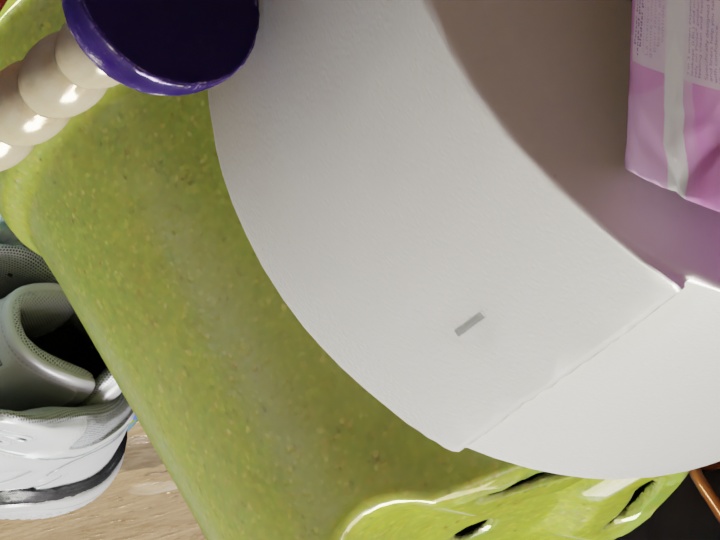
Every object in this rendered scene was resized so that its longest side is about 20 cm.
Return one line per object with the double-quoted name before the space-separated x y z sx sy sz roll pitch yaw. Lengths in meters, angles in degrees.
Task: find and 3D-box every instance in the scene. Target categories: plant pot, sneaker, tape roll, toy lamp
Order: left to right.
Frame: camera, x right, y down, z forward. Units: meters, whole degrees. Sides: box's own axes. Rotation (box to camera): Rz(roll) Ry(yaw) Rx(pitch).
"sneaker" -0.162 0.038 0.970 0.200 0.075 0.115 1 155 -24
"toy lamp" -0.102 -0.031 0.747 0.058 0.058 0.200 1 158 -36
"plant pot" 0.000 0.000 0.824 0.200 0.184 0.200 -21 159 -9
"tape roll" 0.077 -0.062 0.704 0.202 0.203 0.139 -4 164 -21

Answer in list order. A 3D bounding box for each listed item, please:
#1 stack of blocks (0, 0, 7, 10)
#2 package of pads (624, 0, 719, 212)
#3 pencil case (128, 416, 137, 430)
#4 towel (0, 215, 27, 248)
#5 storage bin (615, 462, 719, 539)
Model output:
"stack of blocks" -0.203 -0.072 0.745 0.200 0.059 0.115 -4 163 -24
"package of pads" 0.118 -0.111 0.573 0.120 0.200 0.076 -4 -167 -18
"pencil case" -0.052 0.001 1.055 0.200 0.078 0.087 -26 -165 40
"towel" -0.188 -0.017 0.968 0.171 0.048 0.200 -12 164 1
"storage bin" 0.051 0.074 1.037 0.145 0.200 0.134 -26 120 33
